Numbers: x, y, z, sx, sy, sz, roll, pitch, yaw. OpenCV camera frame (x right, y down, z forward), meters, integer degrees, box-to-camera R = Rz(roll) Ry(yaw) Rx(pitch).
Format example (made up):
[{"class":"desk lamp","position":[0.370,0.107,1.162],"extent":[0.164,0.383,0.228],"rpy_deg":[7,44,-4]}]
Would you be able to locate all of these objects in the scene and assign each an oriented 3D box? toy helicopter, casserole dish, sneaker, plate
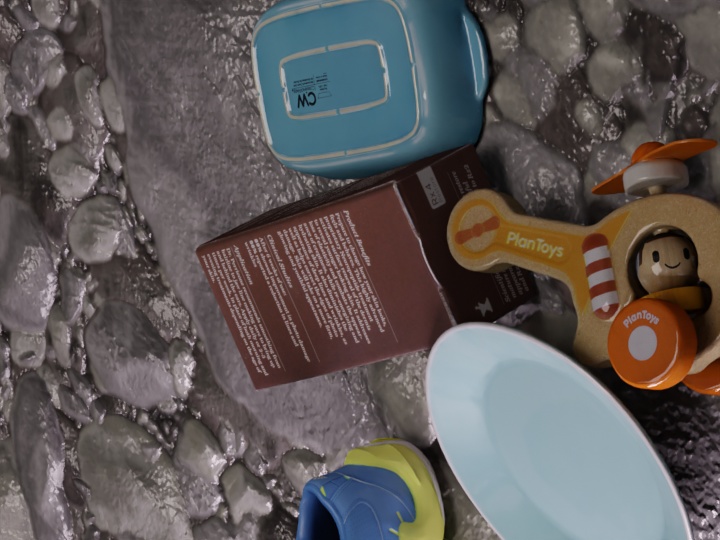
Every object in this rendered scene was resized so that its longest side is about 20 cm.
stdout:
[{"class":"toy helicopter","position":[0.129,-0.015,1.507],"extent":[0.200,0.079,0.133],"rpy_deg":[16,96,40]},{"class":"casserole dish","position":[-0.003,-0.115,1.672],"extent":[0.200,0.039,0.121],"rpy_deg":[-6,95,51]},{"class":"sneaker","position":[0.008,0.205,1.687],"extent":[0.076,0.105,0.201],"rpy_deg":[-18,85,50]},{"class":"plate","position":[0.115,0.107,1.559],"extent":[0.200,0.026,0.200],"rpy_deg":[37,147,29]}]

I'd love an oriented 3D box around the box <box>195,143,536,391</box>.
[{"class":"box","position":[0.000,0.000,1.658],"extent":[0.200,0.075,0.100],"rpy_deg":[-15,101,52]}]
